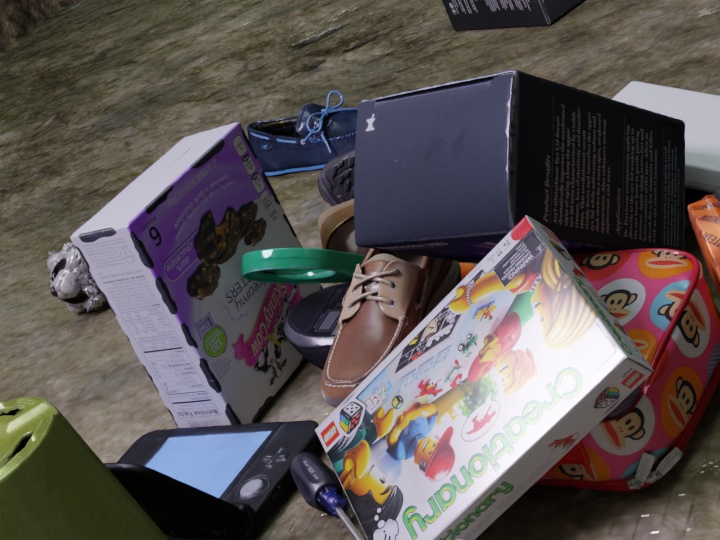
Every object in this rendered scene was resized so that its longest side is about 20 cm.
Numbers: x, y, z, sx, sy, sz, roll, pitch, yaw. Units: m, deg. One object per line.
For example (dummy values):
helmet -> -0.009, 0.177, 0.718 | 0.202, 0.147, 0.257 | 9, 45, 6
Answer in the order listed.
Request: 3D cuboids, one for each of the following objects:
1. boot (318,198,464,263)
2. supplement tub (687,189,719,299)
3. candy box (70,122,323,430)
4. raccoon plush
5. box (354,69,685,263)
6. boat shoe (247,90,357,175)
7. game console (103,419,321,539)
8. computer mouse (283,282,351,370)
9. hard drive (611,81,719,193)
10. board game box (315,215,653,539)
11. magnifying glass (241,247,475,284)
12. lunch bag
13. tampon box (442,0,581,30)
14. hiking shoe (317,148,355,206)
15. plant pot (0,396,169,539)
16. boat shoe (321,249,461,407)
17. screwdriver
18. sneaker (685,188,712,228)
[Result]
boot -> 0.066, -0.040, 1.270 | 0.199, 0.073, 0.167 | -28, 34, -6
supplement tub -> 0.315, -0.033, 0.875 | 0.198, 0.123, 0.123 | -21, 23, 10
candy box -> -0.122, 0.009, 1.158 | 0.071, 0.201, 0.168 | -9, 28, 37
raccoon plush -> -0.246, -0.007, 1.536 | 0.199, 0.098, 0.133 | -6, -9, -40
box -> 0.113, -0.062, 0.980 | 0.199, 0.106, 0.147 | 6, -7, -43
boat shoe -> -0.055, -0.158, 1.623 | 0.198, 0.069, 0.084 | -13, 26, 30
game console -> -0.159, 0.135, 1.035 | 0.199, 0.117, 0.176 | -8, 29, 37
computer mouse -> 0.032, 0.054, 1.100 | 0.198, 0.053, 0.139 | 1, 35, 30
hard drive -> 0.278, -0.098, 1.079 | 0.198, 0.027, 0.132 | 15, 34, 30
board game box -> 0.068, 0.080, 0.849 | 0.200, 0.034, 0.127 | -47, 46, 17
magnifying glass -> 0.000, 0.000, 1.143 | 0.198, 0.023, 0.080 | 1, -10, -20
lunch bag -> 0.124, 0.071, 0.902 | 0.199, 0.082, 0.177 | -3, 41, 43
tampon box -> 0.204, -0.401, 1.794 | 0.150, 0.127, 0.199 | -38, 25, -24
hiking shoe -> 0.055, -0.109, 1.414 | 0.198, 0.076, 0.101 | -14, 15, 6
plant pot -> -0.199, 0.189, 0.866 | 0.198, 0.191, 0.200 | -23, 22, 10
boat shoe -> 0.015, 0.024, 1.031 | 0.075, 0.072, 0.201 | -4, 32, 23
screwdriver -> -0.005, 0.165, 0.925 | 0.029, 0.028, 0.200 | -3, 16, -24
sneaker -> 0.234, -0.076, 1.142 | 0.114, 0.075, 0.201 | -8, 37, 25
